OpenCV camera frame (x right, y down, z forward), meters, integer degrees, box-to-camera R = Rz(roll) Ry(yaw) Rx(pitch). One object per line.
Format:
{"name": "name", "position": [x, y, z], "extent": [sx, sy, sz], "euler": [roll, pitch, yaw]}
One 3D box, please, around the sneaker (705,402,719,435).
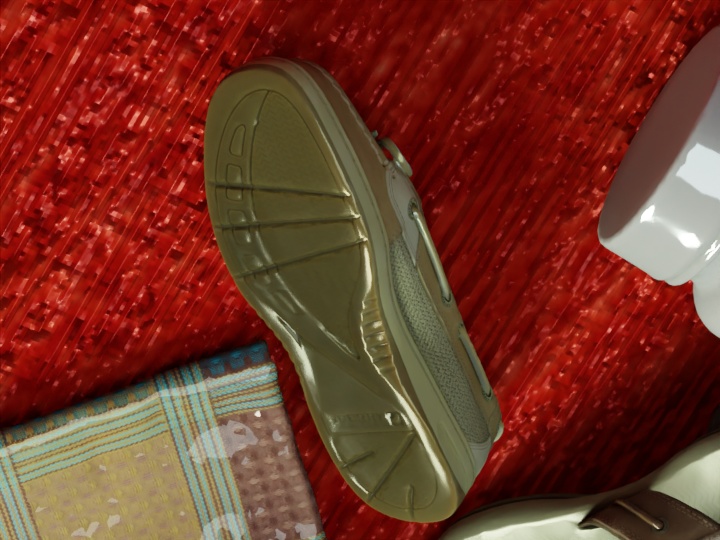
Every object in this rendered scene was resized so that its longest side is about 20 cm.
{"name": "sneaker", "position": [0.244, 0.088, 1.112], "extent": [0.200, 0.091, 0.076], "euler": [-3, 113, -15]}

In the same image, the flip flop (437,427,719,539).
{"name": "flip flop", "position": [0.111, 0.113, 1.062], "extent": [0.200, 0.058, 0.081], "euler": [-15, 104, 28]}

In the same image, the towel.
{"name": "towel", "position": [-0.112, 0.121, 1.074], "extent": [0.200, 0.022, 0.147], "euler": [-19, 118, -5]}

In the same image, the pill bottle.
{"name": "pill bottle", "position": [0.198, -0.004, 1.028], "extent": [0.200, 0.114, 0.114], "euler": [29, 105, -7]}

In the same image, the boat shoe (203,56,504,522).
{"name": "boat shoe", "position": [0.002, 0.001, 1.030], "extent": [0.073, 0.063, 0.201], "euler": [-4, 121, 38]}
